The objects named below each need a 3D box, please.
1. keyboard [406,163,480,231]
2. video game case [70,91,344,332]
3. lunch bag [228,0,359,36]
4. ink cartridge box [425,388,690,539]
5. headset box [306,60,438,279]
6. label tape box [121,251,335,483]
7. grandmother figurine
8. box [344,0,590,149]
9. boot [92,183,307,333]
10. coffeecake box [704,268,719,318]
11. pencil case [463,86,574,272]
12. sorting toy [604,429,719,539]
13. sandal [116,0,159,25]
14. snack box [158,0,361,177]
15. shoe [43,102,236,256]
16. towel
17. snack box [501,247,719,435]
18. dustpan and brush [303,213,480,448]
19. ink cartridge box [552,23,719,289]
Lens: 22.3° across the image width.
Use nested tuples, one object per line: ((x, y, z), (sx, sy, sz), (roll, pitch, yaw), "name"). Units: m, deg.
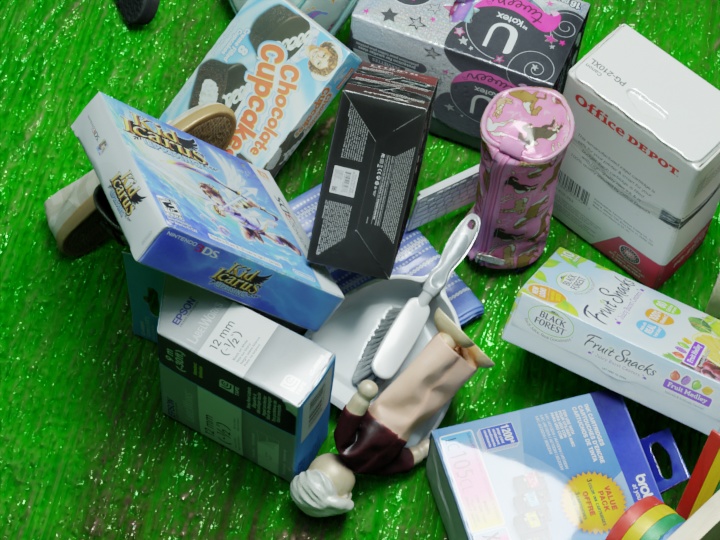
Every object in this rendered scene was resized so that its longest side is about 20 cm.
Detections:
((0.129, -0.089, 1.683), (0.200, 0.056, 0.011), (-25, 62, -23), "keyboard")
((-0.126, -0.048, 1.511), (0.045, 0.200, 0.181), (-50, 45, 17), "video game case")
((-0.074, -0.306, 1.759), (0.077, 0.160, 0.200), (0, 53, -34), "lunch bag")
((0.168, 0.183, 1.517), (0.200, 0.076, 0.137), (-12, 60, -12), "ink cartridge box")
((0.013, -0.092, 1.575), (0.077, 0.149, 0.200), (14, 14, 3), "headset box")
((-0.123, 0.081, 1.520), (0.200, 0.143, 0.066), (25, 60, 12), "label tape box")
((0.022, 0.129, 1.518), (0.200, 0.121, 0.061), (-45, 35, 1), "grandmother figurine")
((0.097, -0.204, 1.716), (0.200, 0.132, 0.115), (20, 58, 9), "box")
((-0.140, -0.012, 1.570), (0.200, 0.146, 0.070), (29, 89, 20), "boot")
((0.382, -0.067, 1.636), (0.073, 0.154, 0.200), (20, 60, 9), "coffeecake box")
((0.135, -0.078, 1.600), (0.083, 0.200, 0.087), (-4, 59, -7), "pencil case")
((0.267, 0.216, 1.434), (0.200, 0.199, 0.070), (-37, 55, -23), "sorting toy")
((-0.229, -0.330, 1.821), (0.048, 0.075, 0.201), (-2, 63, -34), "sandal")
((-0.104, -0.149, 1.668), (0.116, 0.037, 0.200), (40, 97, 20), "snack box")
((-0.200, -0.093, 1.635), (0.200, 0.070, 0.053), (-36, 59, 6), "shoe")
((0.000, 0.000, 1.649), (0.145, 0.024, 0.200), (-30, 64, -21), "towel")
((0.236, 0.059, 1.569), (0.200, 0.053, 0.142), (25, 22, 13), "snack box")
((0.046, 0.037, 1.574), (0.139, 0.057, 0.200), (34, 67, -6), "dustpan and brush")
((0.247, -0.098, 1.620), (0.145, 0.200, 0.084), (39, 64, 19), "ink cartridge box")
